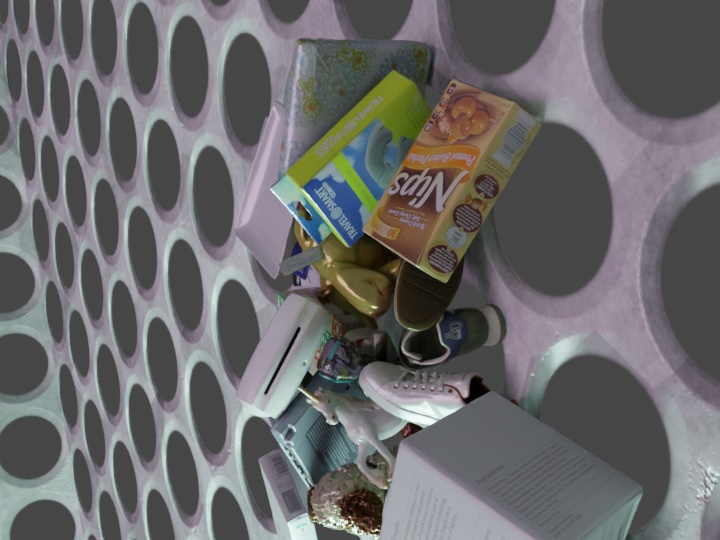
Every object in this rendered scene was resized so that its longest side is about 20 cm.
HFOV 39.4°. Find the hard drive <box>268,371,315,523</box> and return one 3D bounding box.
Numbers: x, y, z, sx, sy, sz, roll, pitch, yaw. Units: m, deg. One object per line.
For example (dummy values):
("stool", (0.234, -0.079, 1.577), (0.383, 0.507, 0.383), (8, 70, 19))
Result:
("hard drive", (-0.078, 0.258, 1.517), (0.201, 0.033, 0.140), (64, 145, 29))

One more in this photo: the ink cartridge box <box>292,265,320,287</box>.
("ink cartridge box", (-0.068, -0.077, 1.485), (0.094, 0.044, 0.202), (3, 98, 58))

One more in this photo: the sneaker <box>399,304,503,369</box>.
("sneaker", (0.081, 0.084, 1.226), (0.200, 0.089, 0.068), (-26, 75, 58))

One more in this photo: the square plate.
("square plate", (-0.107, -0.111, 1.354), (0.198, 0.028, 0.201), (42, 116, 58))

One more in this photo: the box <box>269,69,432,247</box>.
("box", (0.004, -0.121, 1.176), (0.048, 0.200, 0.122), (43, 175, 46))

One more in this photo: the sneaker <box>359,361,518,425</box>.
("sneaker", (0.095, 0.138, 1.178), (0.199, 0.073, 0.085), (22, 124, 16))

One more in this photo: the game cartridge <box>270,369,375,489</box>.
("game cartridge", (-0.040, 0.216, 1.348), (0.041, 0.133, 0.201), (28, 154, 36))

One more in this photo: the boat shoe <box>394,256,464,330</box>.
("boat shoe", (0.084, -0.023, 1.182), (0.066, 0.071, 0.202), (135, 151, -75))

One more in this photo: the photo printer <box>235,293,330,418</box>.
("photo printer", (-0.104, 0.114, 1.327), (0.167, 0.069, 0.200), (-63, 4, -8))

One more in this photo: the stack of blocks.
("stack of blocks", (-0.055, 0.089, 1.487), (0.200, 0.058, 0.116), (32, 123, 53))

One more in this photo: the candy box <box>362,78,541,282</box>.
("candy box", (0.098, -0.100, 1.102), (0.201, 0.055, 0.115), (-58, 38, 3))

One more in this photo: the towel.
("towel", (-0.006, -0.191, 1.206), (0.048, 0.199, 0.172), (31, 121, 45))

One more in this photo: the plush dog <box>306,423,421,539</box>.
("plush dog", (0.020, 0.285, 1.294), (0.200, 0.171, 0.162), (-24, 76, 59))

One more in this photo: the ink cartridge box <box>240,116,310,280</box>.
("ink cartridge box", (-0.108, -0.107, 1.433), (0.199, 0.040, 0.202), (26, 104, 57))

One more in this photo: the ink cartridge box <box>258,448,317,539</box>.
("ink cartridge box", (-0.110, 0.422, 1.670), (0.161, 0.050, 0.201), (-127, 21, -52))

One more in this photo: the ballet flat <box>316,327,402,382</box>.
("ballet flat", (0.012, 0.108, 1.289), (0.072, 0.200, 0.073), (-3, 83, 25))

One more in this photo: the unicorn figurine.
("unicorn figurine", (0.026, 0.188, 1.229), (0.138, 0.199, 0.074), (62, 147, 21))

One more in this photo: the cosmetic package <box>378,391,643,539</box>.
("cosmetic package", (0.148, 0.263, 1.038), (0.199, 0.166, 0.168), (31, 124, 33))

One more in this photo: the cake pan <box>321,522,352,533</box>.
("cake pan", (-0.042, 0.304, 1.537), (0.200, 0.036, 0.202), (19, 113, 56))

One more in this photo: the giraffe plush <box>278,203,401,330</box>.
("giraffe plush", (0.000, 0.000, 1.299), (0.162, 0.198, 0.174), (84, 176, -68))
